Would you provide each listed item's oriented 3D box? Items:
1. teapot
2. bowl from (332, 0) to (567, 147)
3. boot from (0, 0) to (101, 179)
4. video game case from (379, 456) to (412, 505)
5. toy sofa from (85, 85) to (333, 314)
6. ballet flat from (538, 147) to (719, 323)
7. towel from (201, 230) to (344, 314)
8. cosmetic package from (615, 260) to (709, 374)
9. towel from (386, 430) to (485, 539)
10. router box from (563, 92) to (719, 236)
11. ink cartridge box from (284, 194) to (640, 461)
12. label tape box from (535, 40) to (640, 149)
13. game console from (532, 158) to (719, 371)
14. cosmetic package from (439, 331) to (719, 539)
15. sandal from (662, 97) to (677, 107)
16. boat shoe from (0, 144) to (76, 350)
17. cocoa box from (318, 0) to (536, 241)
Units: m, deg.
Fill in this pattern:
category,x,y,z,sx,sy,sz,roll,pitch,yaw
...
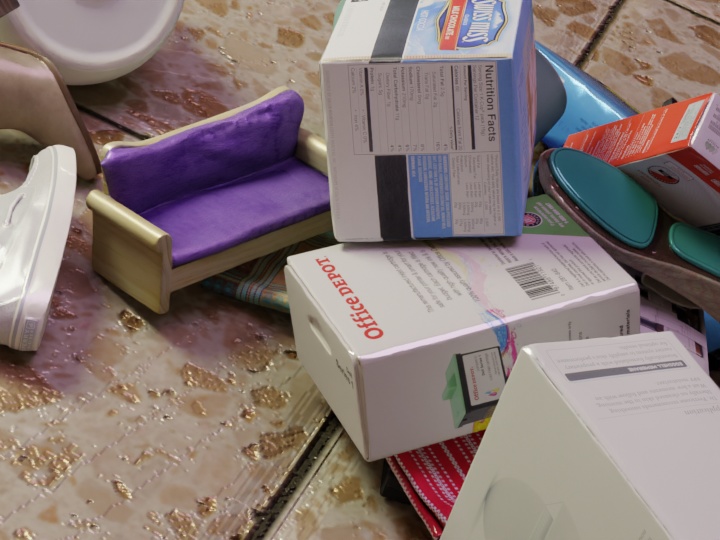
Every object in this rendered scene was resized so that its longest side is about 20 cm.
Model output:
category,x,y,z,sx,sy,sz,roll,pitch,yaw
teapot,-0.247,-0.239,1.627,0.200,0.198,0.146,44,-20,-29
bowl,0.052,-0.124,1.611,0.200,0.201,0.106,24,71,4
boot,-0.297,-0.127,1.498,0.146,0.070,0.201,-31,97,-19
video game case,0.110,0.113,1.432,0.180,0.026,0.201,18,35,-5
toy sofa,-0.094,-0.054,1.463,0.199,0.098,0.083,-22,41,-39
ballet flat,0.202,-0.016,1.455,0.199,0.062,0.068,30,47,-7
towel,0.000,0.000,1.503,0.199,0.022,0.147,16,32,12
cosmetic package,0.201,0.067,1.439,0.082,0.051,0.200,22,30,-7
towel,0.107,0.118,1.381,0.199,0.023,0.145,-3,40,-30
router box,0.265,-0.040,1.500,0.199,0.179,0.049,35,68,-20
ink cartridge box,0.066,0.034,1.356,0.199,0.085,0.145,-14,31,-16
label tape box,0.204,-0.122,1.758,0.143,0.066,0.200,43,11,30
game console,0.239,-0.017,1.607,0.118,0.172,0.199,13,22,42
cosmetic package,0.160,0.178,1.209,0.122,0.200,0.200,-4,41,-31
sandal,0.324,-0.068,1.718,0.201,0.045,0.075,56,22,13
boat shoe,-0.238,-0.022,1.404,0.068,0.072,0.201,14,43,-10
cocoa box,0.053,-0.119,1.416,0.130,0.134,0.200,-1,25,9
